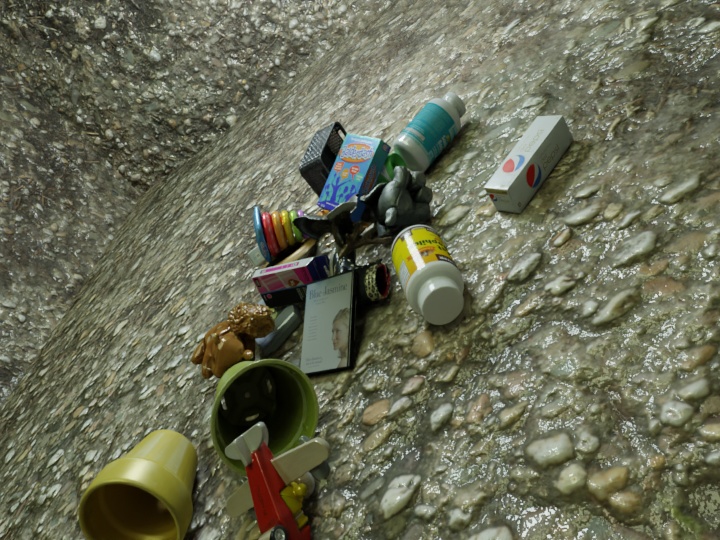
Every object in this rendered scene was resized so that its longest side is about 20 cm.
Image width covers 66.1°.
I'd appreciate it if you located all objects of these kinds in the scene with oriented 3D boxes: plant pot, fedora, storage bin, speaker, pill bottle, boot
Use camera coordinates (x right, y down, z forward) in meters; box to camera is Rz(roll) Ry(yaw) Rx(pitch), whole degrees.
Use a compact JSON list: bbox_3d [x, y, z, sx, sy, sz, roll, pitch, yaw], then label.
[{"bbox_3d":[-0.198,0.254,1.046,0.202,0.201,0.183,-50,20,-14],"label":"plant pot"},{"bbox_3d":[-0.174,-0.007,1.405,0.197,0.083,0.201,-32,14,9],"label":"fedora"},{"bbox_3d":[-0.091,-0.330,1.670,0.092,0.136,0.204,-17,39,35],"label":"storage bin"},{"bbox_3d":[-0.409,0.425,1.079,0.198,0.203,0.190,-33,15,15],"label":"plant pot"},{"bbox_3d":[0.028,-0.226,1.435,0.197,0.088,0.090,-24,34,39],"label":"speaker"},{"bbox_3d":[0.180,-0.353,1.397,0.201,0.111,0.110,-48,30,-8],"label":"pill bottle"},{"bbox_3d":[0.001,0.002,1.207,0.151,0.073,0.209,-23,43,36],"label":"boot"},{"bbox_3d":[0.124,0.008,1.017,0.108,0.110,0.202,-35,31,11],"label":"pill bottle"}]

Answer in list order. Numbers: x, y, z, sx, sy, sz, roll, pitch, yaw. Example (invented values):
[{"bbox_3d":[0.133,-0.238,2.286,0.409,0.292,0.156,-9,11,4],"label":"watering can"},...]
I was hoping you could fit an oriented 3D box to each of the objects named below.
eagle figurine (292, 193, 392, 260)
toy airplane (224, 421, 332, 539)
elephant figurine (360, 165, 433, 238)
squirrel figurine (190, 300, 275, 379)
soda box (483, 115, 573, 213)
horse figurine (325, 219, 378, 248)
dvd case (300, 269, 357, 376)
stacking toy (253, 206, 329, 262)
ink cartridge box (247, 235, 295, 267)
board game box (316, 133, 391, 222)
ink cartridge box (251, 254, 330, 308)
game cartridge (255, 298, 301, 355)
[{"bbox_3d":[-0.050,-0.097,1.192,0.153,0.149,0.201,-57,39,15],"label":"eagle figurine"},{"bbox_3d":[-0.132,0.339,0.886,0.196,0.139,0.207,14,92,40],"label":"toy airplane"},{"bbox_3d":[0.068,-0.146,1.286,0.198,0.151,0.147,-14,72,55],"label":"elephant figurine"},{"bbox_3d":[-0.275,0.152,1.205,0.204,0.139,0.187,-60,5,-13],"label":"squirrel figurine"},{"bbox_3d":[0.331,-0.210,1.084,0.202,0.064,0.067,-52,31,-13],"label":"soda box"},{"bbox_3d":[-0.037,-0.114,1.416,0.130,0.051,0.201,-30,26,3],"label":"horse figurine"},{"bbox_3d":[-0.065,0.109,1.141,0.140,0.017,0.207,-17,60,38],"label":"dvd case"},{"bbox_3d":[-0.164,-0.109,1.378,0.193,0.118,0.112,-15,44,-5],"label":"stacking toy"},{"bbox_3d":[-0.197,-0.090,1.513,0.198,0.048,0.160,-37,-3,15],"label":"ink cartridge box"},{"bbox_3d":[-0.019,-0.235,1.387,0.150,0.044,0.206,24,90,51],"label":"board game box"},{"bbox_3d":[-0.150,0.028,1.292,0.193,0.097,0.038,-13,31,19],"label":"ink cartridge box"},{"bbox_3d":[-0.218,0.117,1.371,0.133,0.041,0.199,-44,30,-8],"label":"game cartridge"}]
